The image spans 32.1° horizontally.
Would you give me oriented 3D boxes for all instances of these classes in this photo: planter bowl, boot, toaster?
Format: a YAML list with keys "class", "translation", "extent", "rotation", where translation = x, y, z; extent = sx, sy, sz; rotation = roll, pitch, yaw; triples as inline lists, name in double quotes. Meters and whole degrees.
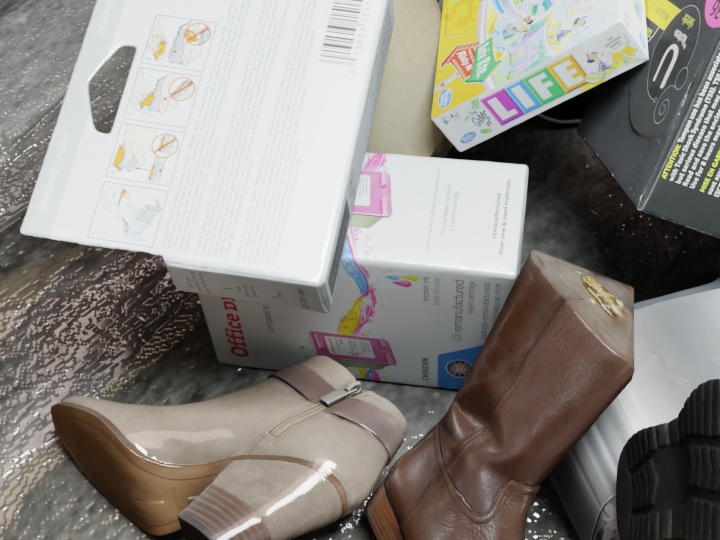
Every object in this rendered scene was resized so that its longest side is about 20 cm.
- class: "planter bowl"
  translation: [0.000, -0.113, 0.869]
  extent: [0.134, 0.201, 0.201]
  rotation: [37, 57, 5]
- class: "boot"
  translation: [0.207, 0.093, 0.548]
  extent: [0.136, 0.200, 0.079]
  rotation: [5, 82, -6]
- class: "boot"
  translation: [-0.075, 0.097, 0.756]
  extent: [0.199, 0.071, 0.146]
  rotation: [29, 49, 36]
- class: "toaster"
  translation: [0.179, 0.092, 0.717]
  extent: [0.197, 0.115, 0.130]
  rotation: [-13, 51, -10]
- class: "boot"
  translation: [0.097, 0.110, 0.652]
  extent: [0.064, 0.201, 0.187]
  rotation: [14, 28, -45]

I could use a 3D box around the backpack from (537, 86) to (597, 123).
- class: "backpack"
  translation: [0.193, -0.210, 0.943]
  extent: [0.197, 0.179, 0.152]
  rotation: [-18, 45, 0]

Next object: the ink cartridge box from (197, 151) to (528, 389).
- class: "ink cartridge box"
  translation: [0.000, 0.000, 0.781]
  extent: [0.197, 0.145, 0.086]
  rotation: [6, 57, 8]

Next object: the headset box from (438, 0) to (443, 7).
- class: "headset box"
  translation: [-0.010, -0.286, 1.085]
  extent: [0.198, 0.076, 0.149]
  rotation: [26, 55, 23]

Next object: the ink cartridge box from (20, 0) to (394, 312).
- class: "ink cartridge box"
  translation: [-0.082, -0.086, 0.720]
  extent: [0.171, 0.044, 0.203]
  rotation: [8, 66, 10]

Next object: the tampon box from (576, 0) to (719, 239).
- class: "tampon box"
  translation: [0.254, -0.085, 0.738]
  extent: [0.197, 0.128, 0.150]
  rotation: [18, 20, -12]

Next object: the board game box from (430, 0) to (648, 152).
- class: "board game box"
  translation: [0.114, -0.181, 0.803]
  extent: [0.133, 0.034, 0.202]
  rotation: [-24, 40, 31]
